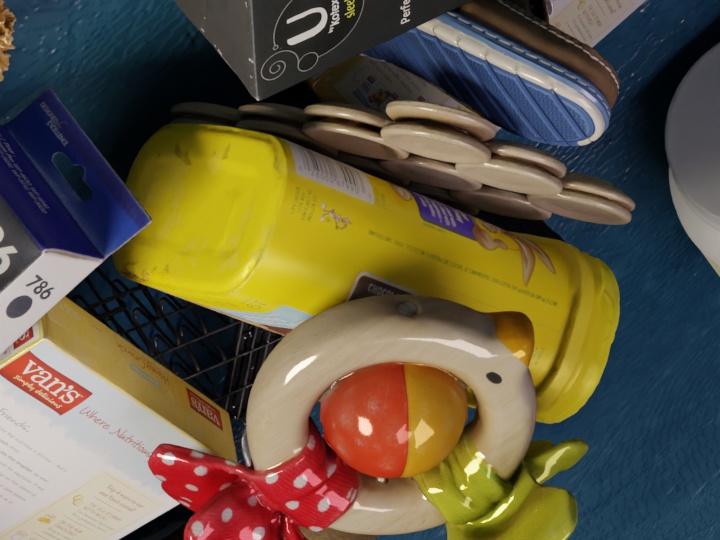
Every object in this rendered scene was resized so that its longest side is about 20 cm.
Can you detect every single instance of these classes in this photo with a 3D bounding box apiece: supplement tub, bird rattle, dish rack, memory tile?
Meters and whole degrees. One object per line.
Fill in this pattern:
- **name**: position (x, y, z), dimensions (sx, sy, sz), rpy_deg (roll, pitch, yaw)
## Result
- **supplement tub**: position (0.261, -0.043, 1.566), dimensions (0.145, 0.145, 0.200), rpy_deg (-42, 148, 2)
- **bird rattle**: position (0.006, 0.075, 1.221), dimensions (0.198, 0.113, 0.164), rpy_deg (6, 127, -1)
- **dish rack**: position (-0.107, 0.036, 1.369), dimensions (0.199, 0.055, 0.154), rpy_deg (-21, 144, -32)
- **memory tile**: position (0.017, -0.052, 1.271), dimensions (0.153, 0.199, 0.017), rpy_deg (20, 80, -42)

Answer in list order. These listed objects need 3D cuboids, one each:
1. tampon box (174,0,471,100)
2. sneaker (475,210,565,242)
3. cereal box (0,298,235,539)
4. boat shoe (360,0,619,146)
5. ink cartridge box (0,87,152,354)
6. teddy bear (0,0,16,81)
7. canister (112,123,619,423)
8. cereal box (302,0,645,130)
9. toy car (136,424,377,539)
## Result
- **tampon box**: position (0.005, -0.197, 1.137), dimensions (0.199, 0.126, 0.150), rpy_deg (-27, 144, -20)
- **sneaker**: position (0.036, 0.001, 1.463), dimensions (0.200, 0.066, 0.079), rpy_deg (12, 125, -52)
- **cereal box**: position (-0.178, 0.096, 1.286), dimensions (0.199, 0.040, 0.144), rpy_deg (-31, 137, 20)
- **boat shoe**: position (0.047, -0.121, 1.212), dimensions (0.072, 0.200, 0.072), rpy_deg (-50, 140, -11)
- **ink cartridge box**: position (-0.195, 0.006, 1.197), dimensions (0.200, 0.100, 0.039), rpy_deg (-42, 146, 0)
- **teddy bear**: position (-0.212, -0.090, 1.095), dimensions (0.145, 0.067, 0.200), rpy_deg (-41, 148, -6)
- **canister**: position (0.000, 0.000, 1.280), dimensions (0.199, 0.148, 0.087), rpy_deg (21, 84, -34)
- **cereal box**: position (0.066, -0.135, 1.354), dimensions (0.200, 0.040, 0.144), rpy_deg (-42, 148, 0)
- **toy car**: position (-0.053, 0.142, 1.452), dimensions (0.164, 0.157, 0.201), rpy_deg (-33, 143, -53)
